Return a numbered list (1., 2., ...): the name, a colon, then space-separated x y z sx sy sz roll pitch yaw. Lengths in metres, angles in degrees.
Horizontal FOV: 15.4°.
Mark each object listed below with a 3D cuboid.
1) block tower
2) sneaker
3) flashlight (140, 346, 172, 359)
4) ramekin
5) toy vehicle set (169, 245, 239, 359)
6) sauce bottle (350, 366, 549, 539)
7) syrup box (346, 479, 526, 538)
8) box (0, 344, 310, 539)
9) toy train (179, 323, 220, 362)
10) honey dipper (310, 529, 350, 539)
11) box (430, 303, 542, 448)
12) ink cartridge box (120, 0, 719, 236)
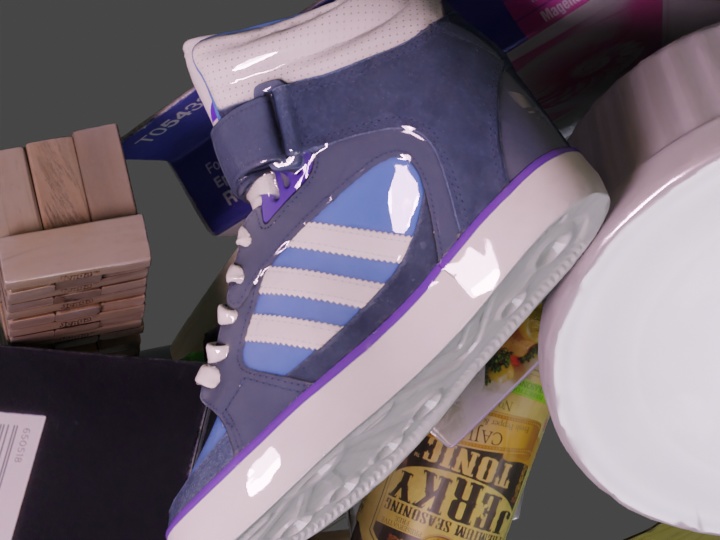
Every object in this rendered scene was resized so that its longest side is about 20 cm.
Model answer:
1. block tower: -0.114 0.005 1.019 0.054 0.058 0.200 -12 166 -11
2. sneaker: -0.026 -0.008 0.915 0.200 0.147 0.081 -46 161 8
3. flashlight: -0.099 0.060 1.220 0.200 0.068 0.068 -9 121 -57
4. ramekin: 0.157 -0.005 0.979 0.201 0.094 0.203 -5 129 -7
5. toy vehicle set: 0.000 0.000 1.106 0.124 0.027 0.200 -16 167 -20
6. sauce bottle: 0.030 0.106 1.109 0.064 0.201 0.065 18 180 0
7. syrup box: 0.038 0.058 1.262 0.081 0.079 0.200 -10 -169 8
8. box: -0.132 0.122 1.035 0.196 0.118 0.200 5 150 16
9. toy train: -0.026 0.029 1.037 0.056 0.042 0.200 1 158 -32
10. honey dipper: -0.069 0.128 1.205 0.199 0.038 0.038 -5 160 -20
11. box: 0.092 -0.011 1.059 0.200 0.039 0.041 -45 179 -3
12. ink cartridge box: 0.033 -0.072 1.023 0.196 0.043 0.200 -31 166 30
